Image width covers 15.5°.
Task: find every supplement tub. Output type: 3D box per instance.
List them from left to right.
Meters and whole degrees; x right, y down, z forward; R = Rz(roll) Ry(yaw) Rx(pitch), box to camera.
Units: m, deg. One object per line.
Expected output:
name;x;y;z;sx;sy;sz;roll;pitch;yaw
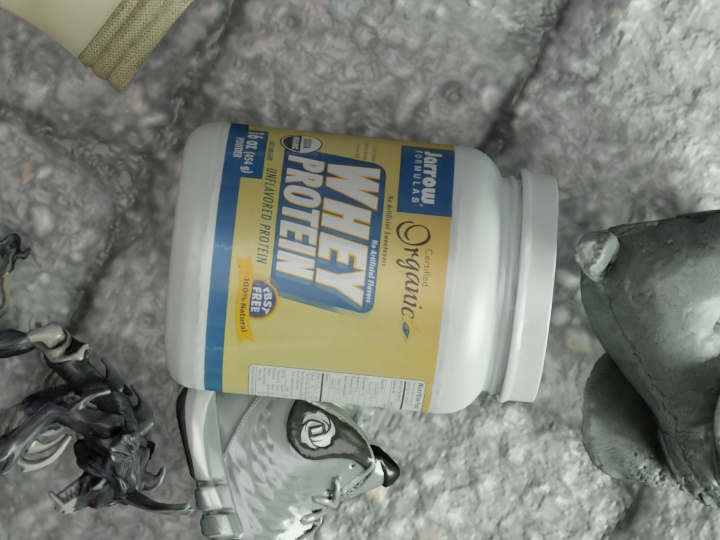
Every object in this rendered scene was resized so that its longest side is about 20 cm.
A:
supplement tub;0.000;0.000;1.419;0.198;0.145;0.146;5;96;-1

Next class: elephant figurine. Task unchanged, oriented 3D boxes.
elephant figurine;0.191;0.070;1.427;0.154;0.142;0.202;-8;92;-5

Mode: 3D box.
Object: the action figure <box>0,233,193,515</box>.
action figure;-0.178;0.071;1.442;0.102;0.119;0.200;-37;82;2

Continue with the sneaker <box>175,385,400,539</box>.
sneaker;-0.029;0.147;1.470;0.115;0.075;0.201;-12;95;-1

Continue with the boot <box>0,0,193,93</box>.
boot;-0.136;-0.215;1.435;0.155;0.073;0.201;31;88;-7
